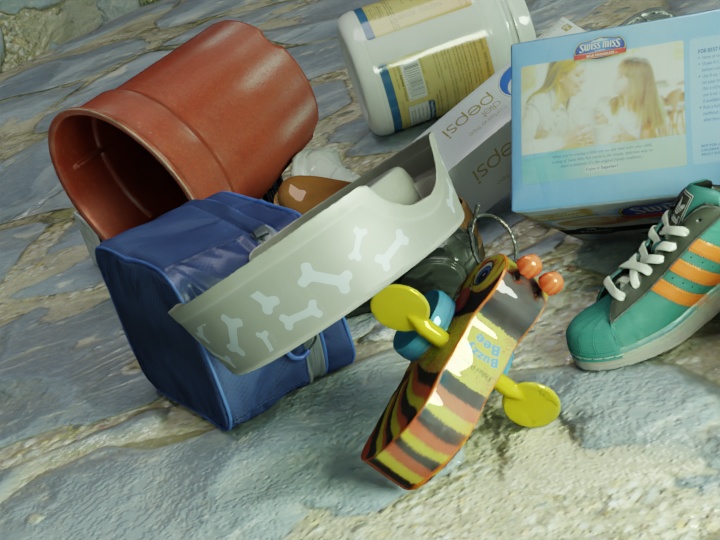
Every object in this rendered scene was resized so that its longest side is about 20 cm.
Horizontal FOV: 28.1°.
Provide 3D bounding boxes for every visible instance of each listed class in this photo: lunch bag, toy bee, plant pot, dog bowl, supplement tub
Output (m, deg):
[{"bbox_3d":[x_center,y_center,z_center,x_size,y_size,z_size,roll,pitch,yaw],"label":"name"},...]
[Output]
[{"bbox_3d":[-0.091,0.020,1.068,0.132,0.136,0.200,-29,25,-24],"label":"lunch bag"},{"bbox_3d":[0.067,0.031,0.868,0.131,0.201,0.109,16,-23,-24],"label":"toy bee"},{"bbox_3d":[-0.153,-0.123,1.358,0.200,0.201,0.195,4,41,47],"label":"plant pot"},{"bbox_3d":[-0.022,-0.007,0.895,0.200,0.059,0.200,-35,4,3],"label":"dog bowl"},{"bbox_3d":[0.086,-0.247,1.608,0.199,0.145,0.145,-19,19,-2],"label":"supplement tub"}]

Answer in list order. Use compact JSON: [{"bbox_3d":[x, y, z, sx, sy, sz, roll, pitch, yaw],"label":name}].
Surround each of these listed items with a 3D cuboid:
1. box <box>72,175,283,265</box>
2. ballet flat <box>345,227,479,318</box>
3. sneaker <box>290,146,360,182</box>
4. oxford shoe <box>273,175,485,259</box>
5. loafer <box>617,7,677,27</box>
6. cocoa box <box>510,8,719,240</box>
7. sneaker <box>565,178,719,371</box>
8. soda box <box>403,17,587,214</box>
[{"bbox_3d":[-0.185,-0.063,1.490,0.199,0.060,0.117,-24,20,-16],"label":"box"},{"bbox_3d":[0.000,0.000,1.148,0.199,0.067,0.057,-2,32,22],"label":"ballet flat"},{"bbox_3d":[-0.014,-0.059,1.326,0.099,0.078,0.200,-10,29,6],"label":"sneaker"},{"bbox_3d":[0.011,-0.058,1.197,0.199,0.071,0.071,13,46,29],"label":"oxford shoe"},{"bbox_3d":[0.199,-0.135,1.220,0.200,0.072,0.063,-56,8,-1],"label":"loafer"},{"bbox_3d":[0.224,-0.103,1.051,0.199,0.134,0.131,-5,-10,32],"label":"cocoa box"},{"bbox_3d":[0.211,-0.013,0.929,0.200,0.080,0.071,-32,19,7],"label":"sneaker"},{"bbox_3d":[0.131,-0.127,1.256,0.200,0.068,0.064,-40,42,-5],"label":"soda box"}]
